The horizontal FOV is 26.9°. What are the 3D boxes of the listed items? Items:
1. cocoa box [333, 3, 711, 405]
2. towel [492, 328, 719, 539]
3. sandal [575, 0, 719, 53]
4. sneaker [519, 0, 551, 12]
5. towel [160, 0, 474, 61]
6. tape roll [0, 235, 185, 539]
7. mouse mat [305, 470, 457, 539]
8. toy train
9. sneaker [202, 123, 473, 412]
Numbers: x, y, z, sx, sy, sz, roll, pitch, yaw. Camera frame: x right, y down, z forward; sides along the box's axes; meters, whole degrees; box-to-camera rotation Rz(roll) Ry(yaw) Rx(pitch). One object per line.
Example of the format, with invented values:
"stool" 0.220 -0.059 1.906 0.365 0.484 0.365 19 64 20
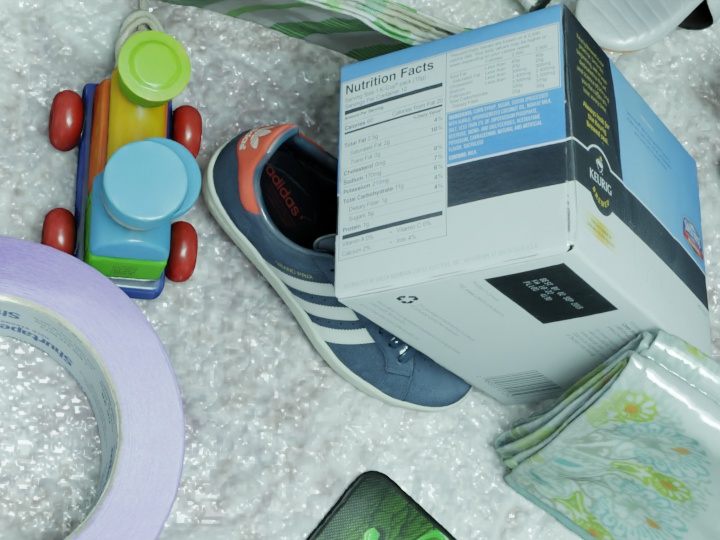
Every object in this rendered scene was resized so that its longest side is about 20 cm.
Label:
"cocoa box" 0.090 -0.025 0.793 0.200 0.132 0.132 33 51 -53
"towel" 0.184 0.124 0.805 0.199 0.171 0.048 35 59 -4
"sandal" 0.196 -0.182 0.973 0.079 0.059 0.206 33 51 22
"sneaker" 0.126 -0.265 0.971 0.090 0.078 0.201 30 63 2
"towel" 0.000 -0.128 0.827 0.199 0.152 0.024 13 91 -28
"tape roll" -0.191 0.087 0.754 0.198 0.066 0.202 6 70 -16
"mouse mat" 0.005 0.228 0.802 0.161 0.008 0.200 42 64 -1
"toy train" -0.120 -0.096 0.810 0.084 0.116 0.202 6 70 -16
"sneaker" 0.000 0.000 0.825 0.200 0.084 0.075 43 62 -12
